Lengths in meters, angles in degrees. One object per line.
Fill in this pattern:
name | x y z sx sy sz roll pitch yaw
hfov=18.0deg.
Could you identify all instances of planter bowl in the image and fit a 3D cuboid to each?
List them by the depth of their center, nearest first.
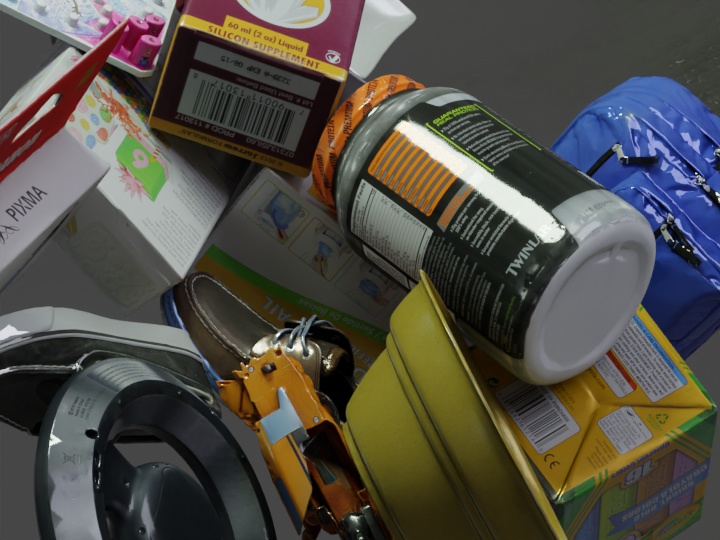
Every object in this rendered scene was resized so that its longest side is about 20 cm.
planter bowl | 0.045 0.107 1.254 0.201 0.083 0.200 62 4 -7

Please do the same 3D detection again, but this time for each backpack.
backpack | 0.234 -0.048 1.777 0.200 0.163 0.168 48 35 8

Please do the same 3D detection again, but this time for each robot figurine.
robot figurine | -0.014 0.145 1.308 0.201 0.058 0.145 63 -1 11

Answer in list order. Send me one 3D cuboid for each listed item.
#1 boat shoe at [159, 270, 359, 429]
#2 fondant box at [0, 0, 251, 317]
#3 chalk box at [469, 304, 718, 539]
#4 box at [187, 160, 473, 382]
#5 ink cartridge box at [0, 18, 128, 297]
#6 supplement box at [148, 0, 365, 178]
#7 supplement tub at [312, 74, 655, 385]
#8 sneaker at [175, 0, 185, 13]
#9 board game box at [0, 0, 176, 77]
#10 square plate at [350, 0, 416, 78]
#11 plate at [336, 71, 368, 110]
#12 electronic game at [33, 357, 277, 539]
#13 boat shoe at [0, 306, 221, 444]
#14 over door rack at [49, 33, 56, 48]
boat shoe | -0.037 0.066 1.410 0.200 0.072 0.072 44 28 0
fondant box | -0.146 -0.087 1.449 0.144 0.058 0.200 48 32 -16
chalk box | 0.142 0.119 1.457 0.123 0.200 0.125 -29 62 -13
box | 0.000 0.000 1.507 0.200 0.101 0.113 37 31 -9
ink cartridge box | -0.194 -0.032 1.252 0.045 0.176 0.200 40 31 -3
supplement box | -0.058 -0.165 1.466 0.110 0.086 0.201 19 41 -6
supplement tub | 0.070 -0.030 1.372 0.200 0.123 0.122 38 25 33
sneaker | -0.116 -0.180 1.627 0.086 0.074 0.200 25 12 25
board game box | -0.203 -0.229 1.457 0.199 0.026 0.201 26 37 -13
square plate | -0.055 -0.234 1.787 0.198 0.028 0.200 42 24 -3
plate | 0.020 -0.088 1.601 0.200 0.032 0.200 36 -4 27
electronic game | -0.106 0.143 1.224 0.200 0.041 0.201 40 38 -42
boat shoe | -0.154 0.067 1.280 0.199 0.071 0.064 3 47 -49
over door rack | -0.271 -0.203 1.494 0.147 0.066 0.201 -4 67 -50
